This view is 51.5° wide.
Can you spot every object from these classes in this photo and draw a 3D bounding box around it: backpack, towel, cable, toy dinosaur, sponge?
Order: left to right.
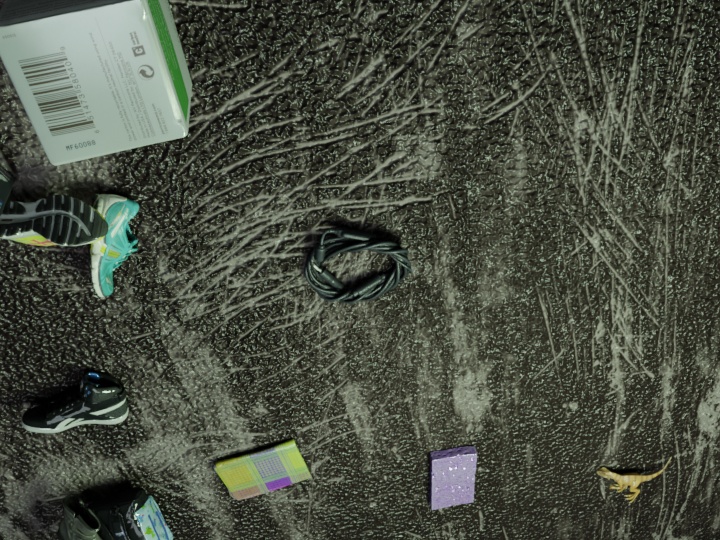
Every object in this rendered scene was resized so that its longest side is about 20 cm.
[{"bbox_3d":[-0.510,0.594,1.681,0.162,0.154,0.201,-19,93,17],"label":"backpack"},{"bbox_3d":[-0.225,0.457,1.708,0.199,0.023,0.144,-17,128,2],"label":"towel"},{"bbox_3d":[0.000,0.000,1.378,0.198,0.051,0.164,9,125,-18],"label":"cable"},{"bbox_3d":[0.225,0.509,1.827,0.111,0.030,0.201,-8,128,-5],"label":"sponge"},{"bbox_3d":[0.706,0.540,1.922,0.198,0.061,0.107,0,126,-11],"label":"toy dinosaur"}]

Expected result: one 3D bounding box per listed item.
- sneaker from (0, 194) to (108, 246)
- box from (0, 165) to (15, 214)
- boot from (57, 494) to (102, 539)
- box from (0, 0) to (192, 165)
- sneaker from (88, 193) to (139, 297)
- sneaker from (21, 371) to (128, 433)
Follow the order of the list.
[{"bbox_3d":[-0.488,-0.075,1.197,0.198,0.079,0.090,6,171,12],"label":"sneaker"},{"bbox_3d":[-0.609,-0.092,1.097,0.122,0.201,0.106,-28,128,11],"label":"box"},{"bbox_3d":[-0.571,0.577,1.582,0.200,0.068,0.131,38,130,15],"label":"boot"},{"bbox_3d":[-0.351,-0.285,1.014,0.198,0.172,0.200,-12,129,-2],"label":"box"},{"bbox_3d":[-0.417,-0.036,1.260,0.079,0.078,0.201,3,127,-24],"label":"sneaker"},{"bbox_3d":[-0.560,0.248,1.458,0.198,0.073,0.113,-4,125,-18],"label":"sneaker"}]
